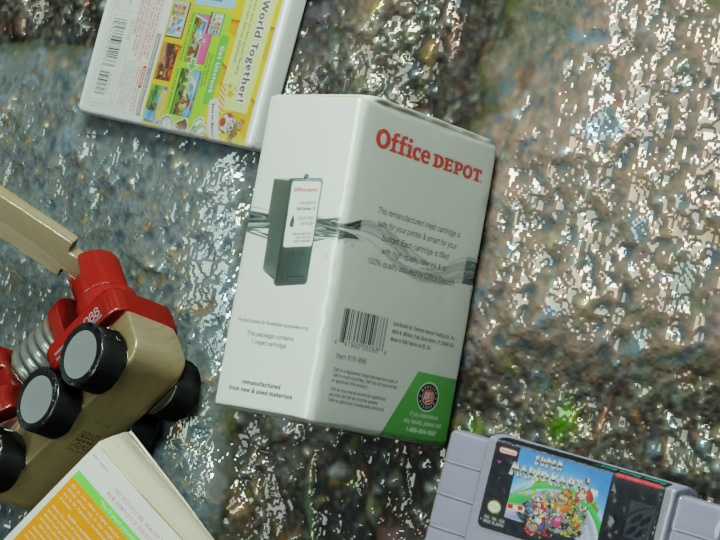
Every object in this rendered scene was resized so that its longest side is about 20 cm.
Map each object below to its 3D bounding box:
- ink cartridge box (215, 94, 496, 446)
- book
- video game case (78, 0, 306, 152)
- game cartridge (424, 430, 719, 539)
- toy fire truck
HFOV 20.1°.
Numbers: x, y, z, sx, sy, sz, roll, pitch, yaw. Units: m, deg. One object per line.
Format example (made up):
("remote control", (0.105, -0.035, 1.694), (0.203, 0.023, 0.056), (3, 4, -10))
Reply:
("ink cartridge box", (0.000, 0.000, 1.274), (0.083, 0.146, 0.200), (7, 84, 39))
("book", (-0.193, 0.228, 1.419), (0.200, 0.048, 0.134), (-44, 79, 22))
("video game case", (-0.114, -0.197, 1.480), (0.182, 0.023, 0.200), (15, 89, 39))
("game cartridge", (0.123, 0.176, 1.215), (0.200, 0.038, 0.130), (13, 93, 38))
("toy fire truck", (-0.232, 0.048, 1.468), (0.176, 0.129, 0.200), (-44, 46, 23))
